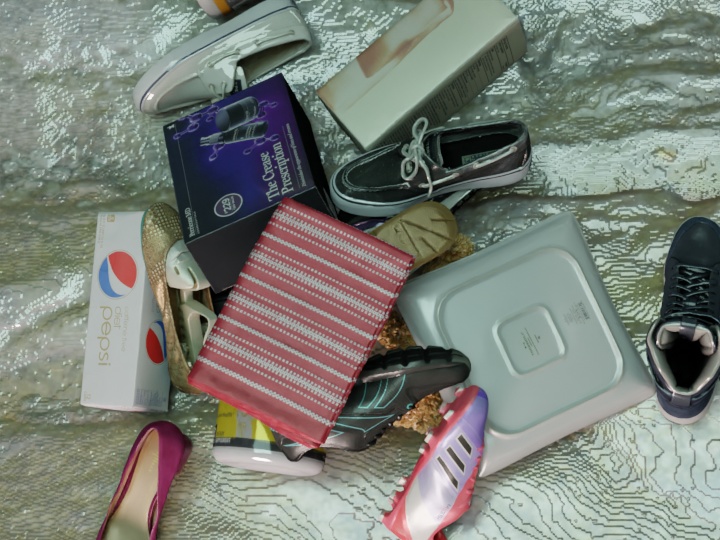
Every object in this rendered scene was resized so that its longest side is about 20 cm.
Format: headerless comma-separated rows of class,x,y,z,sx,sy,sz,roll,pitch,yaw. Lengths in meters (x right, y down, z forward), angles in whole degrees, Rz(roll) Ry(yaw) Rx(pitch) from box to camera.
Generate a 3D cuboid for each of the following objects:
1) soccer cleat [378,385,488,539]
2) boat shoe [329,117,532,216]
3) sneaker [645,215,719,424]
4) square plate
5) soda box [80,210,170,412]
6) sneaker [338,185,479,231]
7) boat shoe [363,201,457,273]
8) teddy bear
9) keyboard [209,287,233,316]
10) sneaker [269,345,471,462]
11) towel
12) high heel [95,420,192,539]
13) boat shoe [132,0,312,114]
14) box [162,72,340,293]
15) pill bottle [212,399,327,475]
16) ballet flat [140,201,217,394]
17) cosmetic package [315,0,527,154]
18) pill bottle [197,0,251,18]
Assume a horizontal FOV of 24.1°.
soccer cleat,0.085,0.187,1.587,0.076,0.067,0.200,29,125,1
boat shoe,0.065,-0.104,1.617,0.199,0.068,0.074,-7,62,5
sneaker,0.312,0.033,1.575,0.077,0.146,0.203,4,76,15
square plate,0.160,0.067,1.617,0.198,0.028,0.200,-24,85,-9
soda box,-0.232,0.041,1.715,0.068,0.064,0.200,0,81,28
sneaker,0.062,-0.088,1.681,0.200,0.076,0.088,-41,89,0
boat shoe,0.000,0.000,1.618,0.200,0.069,0.071,-23,81,-5
teddy bear,0.074,0.059,1.648,0.200,0.067,0.145,-43,93,-4
keyboard,-0.131,-0.010,1.734,0.200,0.040,0.104,-12,76,8
sneaker,0.009,0.122,1.577,0.200,0.075,0.079,-14,98,4
towel,-0.054,0.047,1.545,0.145,0.022,0.200,25,79,12
high heel,-0.231,0.241,1.665,0.067,0.096,0.200,19,81,16
boat shoe,-0.142,-0.209,1.770,0.200,0.071,0.070,-29,70,-3
box,-0.110,-0.090,1.681,0.141,0.079,0.200,-26,41,7
pill bottle,-0.078,0.096,1.659,0.112,0.112,0.200,5,78,13
ballet flat,-0.168,0.029,1.684,0.065,0.070,0.200,4,112,45
cosmetic package,0.063,-0.202,1.705,0.200,0.103,0.087,-40,73,-1
pill bottle,-0.098,-0.359,1.768,0.200,0.116,0.116,-30,73,4
